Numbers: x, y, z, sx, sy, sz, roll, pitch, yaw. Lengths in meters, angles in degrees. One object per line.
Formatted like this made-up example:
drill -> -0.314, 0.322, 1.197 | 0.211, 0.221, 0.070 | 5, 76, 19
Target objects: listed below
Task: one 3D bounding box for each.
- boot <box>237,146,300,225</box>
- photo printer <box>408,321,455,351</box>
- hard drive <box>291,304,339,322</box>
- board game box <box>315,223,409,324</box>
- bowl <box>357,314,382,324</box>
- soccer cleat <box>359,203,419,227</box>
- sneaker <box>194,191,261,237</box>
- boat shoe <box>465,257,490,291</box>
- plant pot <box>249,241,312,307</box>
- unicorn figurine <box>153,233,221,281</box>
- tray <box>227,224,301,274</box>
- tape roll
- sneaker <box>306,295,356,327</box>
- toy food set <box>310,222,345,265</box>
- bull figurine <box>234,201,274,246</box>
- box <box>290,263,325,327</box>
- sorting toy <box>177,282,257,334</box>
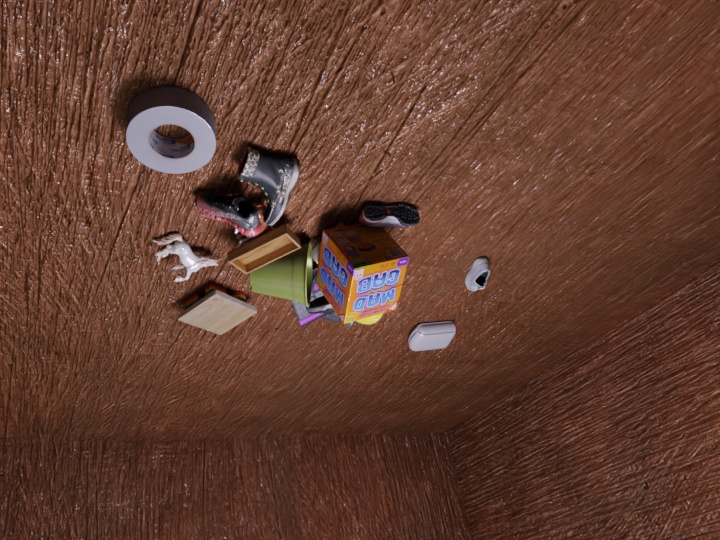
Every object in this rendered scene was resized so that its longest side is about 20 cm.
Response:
boot -> -0.259, -0.222, 1.434 | 0.150, 0.075, 0.206 | 11, 126, -31
photo printer -> 0.313, 0.297, 2.446 | 0.192, 0.071, 0.168 | -3, 147, -15
hard drive -> -0.133, 0.101, 1.958 | 0.196, 0.033, 0.142 | 20, 110, -34
board game box -> 0.000, 0.000, 1.661 | 0.194, 0.201, 0.205 | -12, 132, -30
bowl -> -0.010, 0.083, 1.861 | 0.105, 0.205, 0.200 | 0, 149, -42
soccer cleat -> 0.089, -0.164, 1.678 | 0.193, 0.071, 0.073 | 0, 166, -22
sneaker -> -0.349, -0.169, 1.445 | 0.195, 0.072, 0.099 | 26, 141, 3
boat shoe -> 0.451, 0.034, 2.091 | 0.067, 0.073, 0.203 | -7, 147, -8
plant pot -> -0.250, 0.010, 1.718 | 0.182, 0.206, 0.202 | 1, 148, 0
unicorn figurine -> -0.519, -0.034, 1.633 | 0.134, 0.075, 0.202 | -28, 141, 3
tray -> -0.281, -0.061, 1.597 | 0.195, 0.038, 0.099 | -25, 151, 11
tape roll -> -0.430, -0.317, 1.245 | 0.193, 0.068, 0.203 | -10, 148, -6
sneaker -> -0.077, 0.136, 1.771 | 0.192, 0.077, 0.118 | -11, 114, -3
toy food set -> -0.063, -0.052, 1.770 | 0.143, 0.061, 0.200 | -43, 139, 2
bull figurine -> -0.305, -0.122, 1.582 | 0.118, 0.066, 0.203 | -20, 147, -11
box -> -0.176, 0.086, 1.885 | 0.139, 0.036, 0.204 | -25, 129, -11
sorting toy -> -0.496, 0.128, 1.897 | 0.197, 0.072, 0.197 | -30, 144, 24
